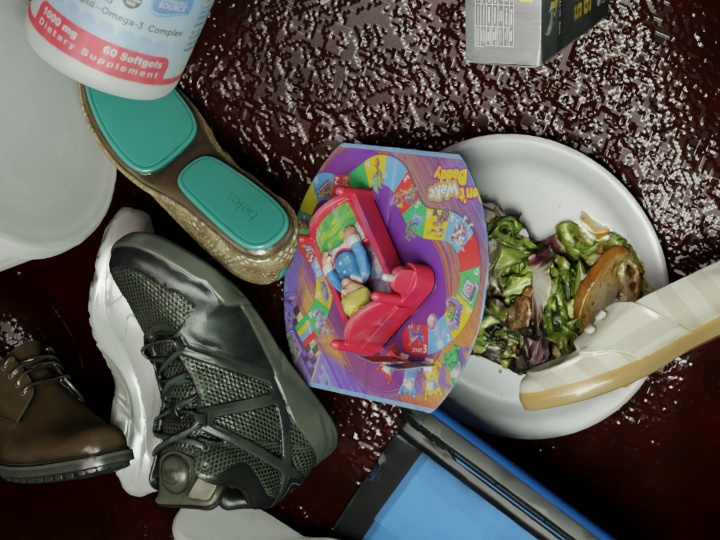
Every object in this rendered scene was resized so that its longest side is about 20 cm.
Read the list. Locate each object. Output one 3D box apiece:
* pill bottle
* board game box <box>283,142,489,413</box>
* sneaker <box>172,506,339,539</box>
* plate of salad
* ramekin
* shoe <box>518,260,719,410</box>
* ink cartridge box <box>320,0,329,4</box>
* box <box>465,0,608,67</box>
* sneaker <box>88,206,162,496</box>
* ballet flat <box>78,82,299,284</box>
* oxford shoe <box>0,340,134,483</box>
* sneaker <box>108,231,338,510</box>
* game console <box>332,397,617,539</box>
[{"bbox_3d":[-0.128,-0.216,1.720,0.108,0.109,0.201,29,113,9],"label":"pill bottle"},{"bbox_3d":[0.000,0.000,1.714,0.199,0.039,0.159,10,92,51],"label":"board game box"},{"bbox_3d":[-0.037,0.224,1.838,0.199,0.075,0.089,28,138,28],"label":"sneaker"},{"bbox_3d":[0.096,0.014,1.741,0.199,0.048,0.201,6,108,18],"label":"plate of salad"},{"bbox_3d":[-0.260,-0.087,1.765,0.094,0.202,0.203,-29,95,35],"label":"ramekin"},{"bbox_3d":[0.184,0.030,1.684,0.199,0.070,0.054,-23,88,-3],"label":"shoe"},{"bbox_3d":[0.016,-0.241,1.628,0.099,0.201,0.039,-26,136,25],"label":"ink cartridge box"},{"bbox_3d":[0.105,-0.232,1.605,0.048,0.158,0.201,4,106,18],"label":"box"},{"bbox_3d":[-0.121,0.051,1.824,0.099,0.078,0.201,-3,112,12],"label":"sneaker"},{"bbox_3d":[-0.113,-0.059,1.778,0.200,0.070,0.065,48,161,26],"label":"ballet flat"},{"bbox_3d":[-0.216,0.093,1.822,0.200,0.072,0.085,13,107,52],"label":"oxford shoe"},{"bbox_3d":[-0.107,0.074,1.743,0.076,0.114,0.200,-8,123,51],"label":"sneaker"},{"bbox_3d":[0.083,0.186,1.763,0.200,0.171,0.119,36,87,6],"label":"game console"}]
